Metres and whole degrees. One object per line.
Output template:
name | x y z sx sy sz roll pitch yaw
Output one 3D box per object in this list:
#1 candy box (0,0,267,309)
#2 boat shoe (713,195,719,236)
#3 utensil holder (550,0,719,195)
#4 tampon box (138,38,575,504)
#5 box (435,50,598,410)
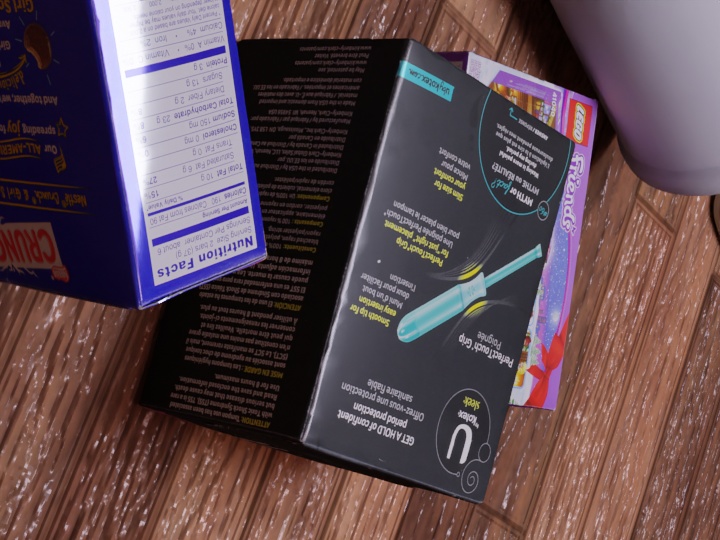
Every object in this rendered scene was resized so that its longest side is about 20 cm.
candy box | -0.127 -0.097 0.666 0.077 0.168 0.203 -19 109 -40
boat shoe | 0.334 0.003 1.260 0.075 0.062 0.201 -57 132 -29
utensil holder | 0.204 -0.177 1.023 0.171 0.169 0.201 -55 127 -27
tampon box | 0.000 0.000 0.846 0.149 0.125 0.203 25 77 -45
box | 0.081 -0.020 0.996 0.136 0.039 0.203 12 86 -47
